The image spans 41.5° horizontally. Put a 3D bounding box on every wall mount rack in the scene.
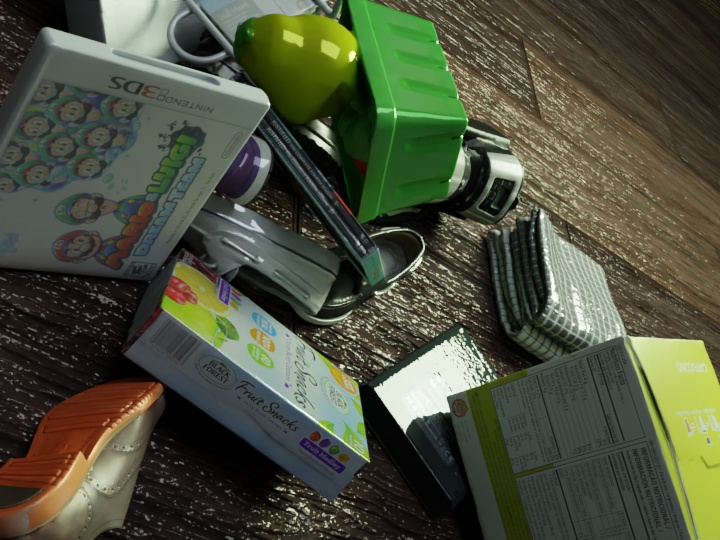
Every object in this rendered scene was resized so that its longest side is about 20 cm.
[{"bbox_3d":[-0.114,-0.294,0.917,0.200,0.075,0.174,-37,82,-24],"label":"wall mount rack"}]

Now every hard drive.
[{"bbox_3d":[0.089,0.142,0.960,0.140,0.033,0.200,55,34,7],"label":"hard drive"}]

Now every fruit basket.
[{"bbox_3d":[-0.019,-0.160,0.871,0.215,0.156,0.216,6,46,-6],"label":"fruit basket"}]

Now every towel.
[{"bbox_3d":[0.254,0.032,1.208,0.165,0.086,0.200,30,38,-28],"label":"towel"}]

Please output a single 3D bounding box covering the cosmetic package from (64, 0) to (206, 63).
[{"bbox_3d":[-0.205,-0.282,0.940,0.200,0.052,0.151,-31,126,-55],"label":"cosmetic package"}]

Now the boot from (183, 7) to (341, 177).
[{"bbox_3d":[-0.077,-0.213,1.004,0.211,0.079,0.158,39,60,-32],"label":"boot"}]

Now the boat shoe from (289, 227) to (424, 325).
[{"bbox_3d":[0.000,0.000,0.970,0.200,0.060,0.074,-18,73,-54],"label":"boat shoe"}]

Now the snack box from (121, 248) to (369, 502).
[{"bbox_3d":[-0.086,0.079,0.763,0.200,0.053,0.142,40,13,-15],"label":"snack box"}]

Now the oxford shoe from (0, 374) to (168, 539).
[{"bbox_3d":[-0.183,0.134,0.647,0.200,0.071,0.073,-53,133,-62],"label":"oxford shoe"}]

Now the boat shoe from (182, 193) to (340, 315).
[{"bbox_3d":[-0.115,-0.020,0.851,0.200,0.074,0.065,23,75,-10],"label":"boat shoe"}]

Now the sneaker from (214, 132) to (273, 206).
[{"bbox_3d":[-0.155,-0.130,0.844,0.088,0.076,0.200,22,10,-38],"label":"sneaker"}]

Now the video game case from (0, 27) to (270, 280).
[{"bbox_3d":[-0.188,-0.072,0.701,0.182,0.200,0.024,7,42,-45],"label":"video game case"}]

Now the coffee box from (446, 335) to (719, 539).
[{"bbox_3d":[0.236,0.185,0.899,0.200,0.198,0.200,7,63,-51],"label":"coffee box"}]

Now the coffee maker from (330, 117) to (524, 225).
[{"bbox_3d":[0.075,-0.149,1.134,0.200,0.135,0.192,11,49,-44],"label":"coffee maker"}]

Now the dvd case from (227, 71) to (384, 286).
[{"bbox_3d":[-0.047,-0.078,0.873,0.200,0.022,0.146,54,-3,9],"label":"dvd case"}]
